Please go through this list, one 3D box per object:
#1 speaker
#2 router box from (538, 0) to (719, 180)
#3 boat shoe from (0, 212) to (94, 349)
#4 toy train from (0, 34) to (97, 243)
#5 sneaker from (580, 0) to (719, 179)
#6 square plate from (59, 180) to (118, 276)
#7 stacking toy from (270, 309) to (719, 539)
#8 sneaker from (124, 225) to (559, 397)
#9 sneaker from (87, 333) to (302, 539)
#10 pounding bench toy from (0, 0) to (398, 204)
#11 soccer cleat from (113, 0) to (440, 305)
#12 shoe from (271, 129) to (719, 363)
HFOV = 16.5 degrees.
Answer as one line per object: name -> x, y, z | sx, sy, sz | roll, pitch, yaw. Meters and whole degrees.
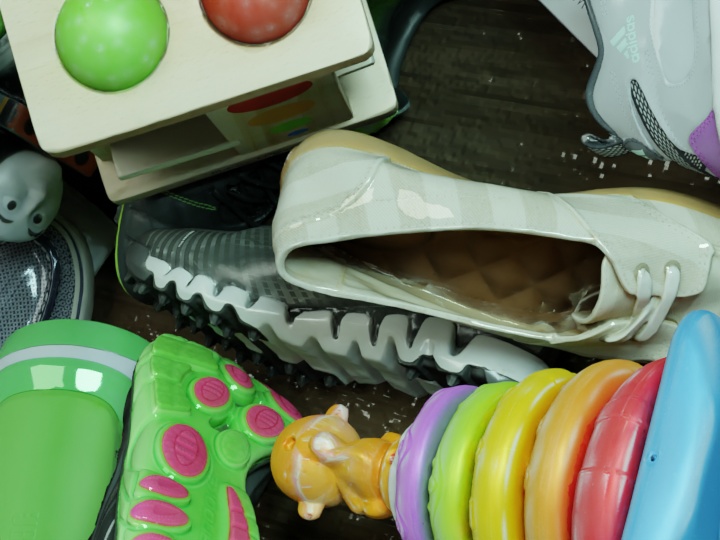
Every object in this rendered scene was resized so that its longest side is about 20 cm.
speaker -> -0.124, 0.124, 0.990 | 0.088, 0.088, 0.201 | -15, 53, 30
router box -> 0.165, -0.132, 0.934 | 0.180, 0.049, 0.200 | -47, 49, 8
boat shoe -> -0.184, 0.061, 1.059 | 0.074, 0.093, 0.201 | 27, 90, 10
toy train -> -0.187, -0.081, 1.094 | 0.199, 0.085, 0.115 | 26, 87, 39
sneaker -> 0.128, -0.130, 0.876 | 0.139, 0.078, 0.201 | 10, 75, 38
square plate -> -0.226, 0.013, 1.169 | 0.200, 0.028, 0.199 | 38, 94, 41
stacking toy -> 0.051, 0.078, 0.873 | 0.199, 0.110, 0.117 | 3, 68, 34
sneaker -> 0.000, 0.000, 0.981 | 0.199, 0.066, 0.091 | 13, 70, 30
sneaker -> -0.074, 0.090, 0.942 | 0.084, 0.077, 0.200 | -53, 9, 24
pounding bench toy -> -0.101, -0.100, 0.938 | 0.199, 0.156, 0.125 | -18, 83, 3
soccer cleat -> -0.031, -0.066, 1.039 | 0.081, 0.067, 0.201 | 32, 88, 37
shoe -> 0.063, 0.003, 0.882 | 0.199, 0.070, 0.054 | 13, 34, 3
